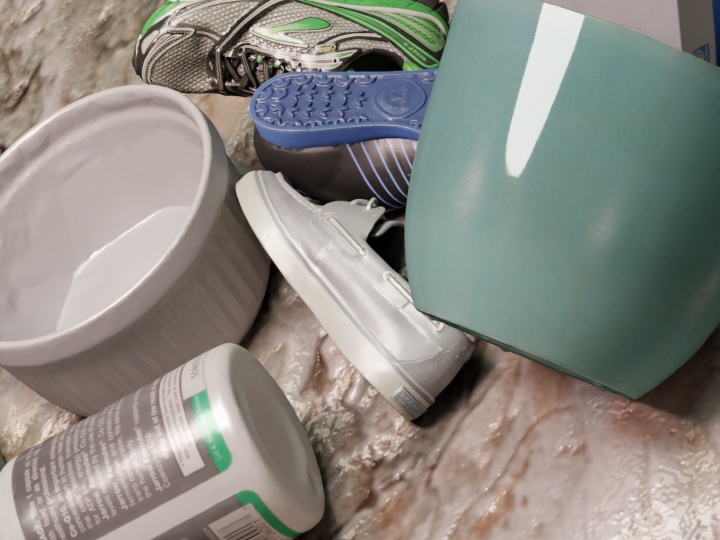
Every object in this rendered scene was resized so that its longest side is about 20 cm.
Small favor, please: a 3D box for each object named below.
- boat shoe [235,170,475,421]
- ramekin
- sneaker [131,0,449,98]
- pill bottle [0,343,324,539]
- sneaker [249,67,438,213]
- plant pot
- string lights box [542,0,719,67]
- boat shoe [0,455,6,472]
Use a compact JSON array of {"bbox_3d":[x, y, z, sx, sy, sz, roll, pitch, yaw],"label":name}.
[{"bbox_3d":[0.000,0.000,1.360,0.071,0.070,0.201,-40,52,1],"label":"boat shoe"},{"bbox_3d":[-0.148,-0.004,1.454,0.199,0.105,0.201,-21,43,21],"label":"ramekin"},{"bbox_3d":[-0.041,-0.133,1.466,0.199,0.078,0.086,-3,49,-2],"label":"sneaker"},{"bbox_3d":[-0.129,0.133,1.309,0.199,0.113,0.113,-28,41,12],"label":"pill bottle"},{"bbox_3d":[0.034,-0.072,1.414,0.199,0.078,0.070,6,52,15],"label":"sneaker"},{"bbox_3d":[0.112,-0.030,1.218,0.200,0.200,0.162,21,87,46],"label":"plant pot"},{"bbox_3d":[0.204,-0.170,1.308,0.199,0.059,0.102,-29,32,-33],"label":"string lights box"},{"bbox_3d":[-0.282,0.087,1.495,0.067,0.074,0.200,-36,41,-1],"label":"boat shoe"}]
